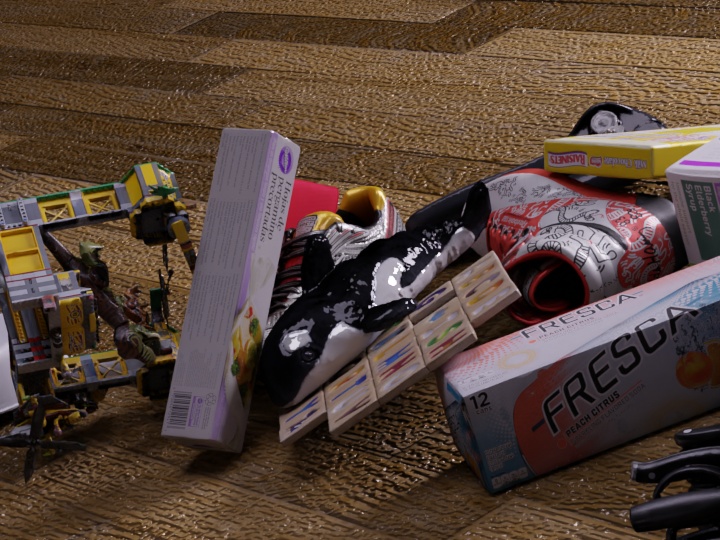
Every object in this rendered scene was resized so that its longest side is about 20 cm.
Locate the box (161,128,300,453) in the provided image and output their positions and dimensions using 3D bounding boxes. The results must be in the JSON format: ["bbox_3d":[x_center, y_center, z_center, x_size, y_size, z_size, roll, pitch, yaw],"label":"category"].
[{"bbox_3d":[-0.080,0.012,1.681,0.041,0.201,0.039,3,-14,30],"label":"box"}]

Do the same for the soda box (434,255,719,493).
[{"bbox_3d":[0.146,0.055,1.533,0.199,0.064,0.068,-21,19,-7],"label":"soda box"}]

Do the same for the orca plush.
[{"bbox_3d":[0.000,0.000,1.703,0.200,0.071,0.105,-39,8,-16],"label":"orca plush"}]

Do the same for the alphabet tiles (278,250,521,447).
[{"bbox_3d":[0.020,0.051,1.617,0.167,0.008,0.200,-35,7,3],"label":"alphabet tiles"}]

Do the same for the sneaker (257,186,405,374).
[{"bbox_3d":[-0.038,0.008,1.801,0.077,0.083,0.200,-3,24,36],"label":"sneaker"}]

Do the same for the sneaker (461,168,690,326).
[{"bbox_3d":[0.109,-0.014,1.754,0.108,0.068,0.201,-28,24,-36],"label":"sneaker"}]

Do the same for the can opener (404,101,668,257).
[{"bbox_3d":[0.127,-0.054,1.879,0.199,0.079,0.064,-25,45,-3],"label":"can opener"}]

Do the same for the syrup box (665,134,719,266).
[{"bbox_3d":[0.291,-0.066,1.721,0.200,0.079,0.081,-30,23,-33],"label":"syrup box"}]

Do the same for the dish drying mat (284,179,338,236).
[{"bbox_3d":[-0.058,-0.025,1.823,0.018,0.077,0.200,20,4,18],"label":"dish drying mat"}]

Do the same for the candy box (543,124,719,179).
[{"bbox_3d":[0.228,-0.081,1.804,0.199,0.027,0.102,-7,11,-39],"label":"candy box"}]

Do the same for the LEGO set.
[{"bbox_3d":[-0.162,0.040,1.695,0.153,0.201,0.116,-3,39,-18],"label":"LEGO set"}]

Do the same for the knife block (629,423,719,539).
[{"bbox_3d":[0.226,0.114,1.294,0.175,0.064,0.200,-30,23,-31],"label":"knife block"}]

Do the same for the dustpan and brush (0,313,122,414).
[{"bbox_3d":[-0.231,0.068,1.872,0.199,0.057,0.140,-18,19,21],"label":"dustpan and brush"}]
